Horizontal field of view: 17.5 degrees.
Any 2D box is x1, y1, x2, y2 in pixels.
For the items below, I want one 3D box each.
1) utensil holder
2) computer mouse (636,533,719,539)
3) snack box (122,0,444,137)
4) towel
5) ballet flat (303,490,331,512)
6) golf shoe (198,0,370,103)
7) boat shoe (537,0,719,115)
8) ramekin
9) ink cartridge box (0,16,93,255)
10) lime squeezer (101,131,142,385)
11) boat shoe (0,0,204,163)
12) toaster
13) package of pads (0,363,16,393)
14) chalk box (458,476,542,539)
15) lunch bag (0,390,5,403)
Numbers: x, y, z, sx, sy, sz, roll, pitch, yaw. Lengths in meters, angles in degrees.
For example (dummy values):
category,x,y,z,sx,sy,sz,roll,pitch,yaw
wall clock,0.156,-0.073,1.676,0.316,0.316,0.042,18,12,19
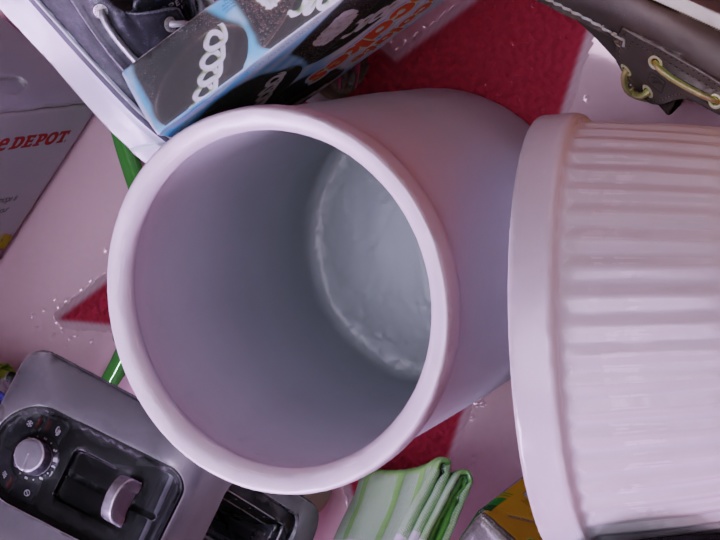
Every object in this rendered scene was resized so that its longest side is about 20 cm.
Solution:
category,x,y,z,sx,sy,sz,roll,pitch,yaw
utensil holder,0.000,0.000,1.103,0.169,0.200,0.171,4,100,23
computer mouse,0.187,0.136,1.025,0.140,0.199,0.046,-32,62,57
snack box,-0.003,-0.128,1.055,0.199,0.116,0.037,-35,81,13
towel,-0.019,0.185,1.135,0.031,0.149,0.201,29,75,-14
ballet flat,-0.064,0.038,1.213,0.069,0.069,0.202,-12,93,25
golf shoe,-0.064,-0.163,1.182,0.092,0.072,0.201,-37,74,31
boat shoe,0.157,-0.099,1.089,0.199,0.072,0.060,24,104,13
ramekin,0.136,0.028,1.052,0.104,0.200,0.202,-2,98,15
ink cartridge box,-0.251,-0.034,1.242,0.084,0.145,0.200,42,112,15
lime squeezer,-0.127,0.007,1.252,0.070,0.038,0.202,14,104,22
boat shoe,-0.108,-0.118,1.154,0.068,0.072,0.200,-40,99,27
toaster,-0.126,0.160,1.152,0.118,0.200,0.182,24,81,23
package of pads,-0.230,0.165,1.308,0.154,0.068,0.201,-19,91,27
chalk box,0.072,0.214,1.148,0.124,0.124,0.201,39,113,13
lunch bag,-0.263,0.142,1.169,0.127,0.200,0.171,31,110,20
